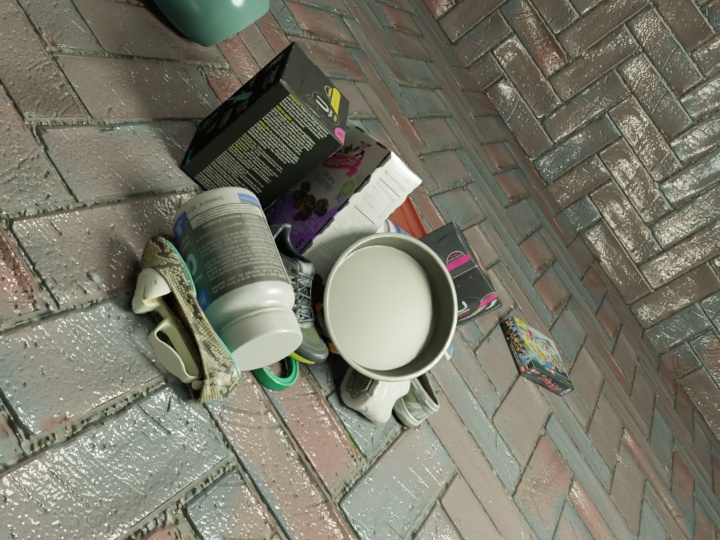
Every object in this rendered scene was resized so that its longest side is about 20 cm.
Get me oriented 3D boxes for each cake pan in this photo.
[{"bbox_3d":[0.037,0.050,1.080,0.200,0.037,0.200,3,82,-24],"label":"cake pan"}]

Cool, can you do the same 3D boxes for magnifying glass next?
[{"bbox_3d":[-0.118,0.068,1.048,0.080,0.022,0.200,33,32,-39],"label":"magnifying glass"}]

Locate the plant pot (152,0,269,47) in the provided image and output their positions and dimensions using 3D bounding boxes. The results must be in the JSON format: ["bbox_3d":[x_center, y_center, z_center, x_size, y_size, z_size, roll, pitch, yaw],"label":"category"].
[{"bbox_3d":[-0.242,-0.462,1.296,0.161,0.200,0.201,59,21,-24],"label":"plant pot"}]

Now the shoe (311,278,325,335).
[{"bbox_3d":[-0.034,0.070,1.172,0.200,0.053,0.070,33,73,-35],"label":"shoe"}]

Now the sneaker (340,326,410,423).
[{"bbox_3d":[0.043,0.129,1.159,0.200,0.078,0.099,-60,137,-25],"label":"sneaker"}]

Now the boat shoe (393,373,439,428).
[{"bbox_3d":[0.079,0.148,1.253,0.074,0.065,0.202,38,30,-34],"label":"boat shoe"}]

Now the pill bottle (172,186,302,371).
[{"bbox_3d":[-0.146,0.010,0.958,0.114,0.114,0.200,16,44,-54],"label":"pill bottle"}]

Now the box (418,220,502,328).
[{"bbox_3d":[0.165,0.016,1.453,0.200,0.122,0.106,43,21,-58],"label":"box"}]

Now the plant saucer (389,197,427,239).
[{"bbox_3d":[0.042,-0.143,1.589,0.200,0.037,0.200,16,46,-55],"label":"plant saucer"}]

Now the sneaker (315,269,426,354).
[{"bbox_3d":[0.019,0.031,1.131,0.200,0.078,0.077,-42,112,-28],"label":"sneaker"}]

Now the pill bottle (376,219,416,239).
[{"bbox_3d":[0.046,-0.011,1.255,0.200,0.111,0.111,31,34,-42],"label":"pill bottle"}]

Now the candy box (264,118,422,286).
[{"bbox_3d":[-0.032,-0.102,1.145,0.072,0.200,0.168,39,5,-33],"label":"candy box"}]

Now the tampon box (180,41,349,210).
[{"bbox_3d":[-0.130,-0.195,1.139,0.126,0.200,0.150,44,27,-24],"label":"tampon box"}]

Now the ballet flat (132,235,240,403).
[{"bbox_3d":[-0.202,0.054,0.871,0.075,0.068,0.200,-21,80,-49],"label":"ballet flat"}]

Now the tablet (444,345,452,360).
[{"bbox_3d":[0.110,0.065,1.433,0.200,0.014,0.130,59,9,2],"label":"tablet"}]

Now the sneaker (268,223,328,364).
[{"bbox_3d":[-0.091,0.027,1.029,0.074,0.081,0.200,-6,64,-61],"label":"sneaker"}]

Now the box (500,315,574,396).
[{"bbox_3d":[0.402,0.196,1.814,0.200,0.038,0.137,29,35,-44],"label":"box"}]
